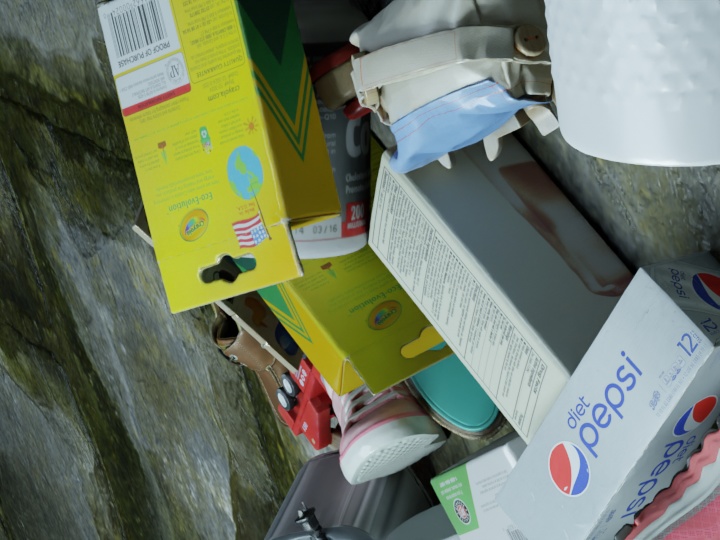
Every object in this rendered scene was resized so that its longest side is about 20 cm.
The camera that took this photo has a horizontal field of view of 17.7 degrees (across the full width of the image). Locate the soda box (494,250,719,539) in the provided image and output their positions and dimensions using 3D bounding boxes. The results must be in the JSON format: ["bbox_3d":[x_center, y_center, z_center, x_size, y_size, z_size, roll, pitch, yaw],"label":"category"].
[{"bbox_3d":[0.158,0.085,1.342,0.068,0.063,0.200,49,131,28],"label":"soda box"}]

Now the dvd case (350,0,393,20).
[{"bbox_3d":[-0.035,-0.211,1.586,0.149,0.016,0.200,58,155,11],"label":"dvd case"}]

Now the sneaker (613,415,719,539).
[{"bbox_3d":[0.199,0.153,1.282,0.087,0.200,0.074,42,-171,20],"label":"sneaker"}]

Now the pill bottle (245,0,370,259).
[{"bbox_3d":[-0.049,-0.114,1.503,0.114,0.114,0.201,19,111,59],"label":"pill bottle"}]

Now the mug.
[{"bbox_3d":[0.179,-0.154,1.065,0.200,0.148,0.176,4,115,29],"label":"mug"}]

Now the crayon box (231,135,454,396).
[{"bbox_3d":[0.000,0.000,1.591,0.200,0.127,0.051,52,155,27],"label":"crayon box"}]

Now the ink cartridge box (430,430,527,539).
[{"bbox_3d":[0.147,0.199,1.542,0.200,0.084,0.146,62,157,4],"label":"ink cartridge box"}]

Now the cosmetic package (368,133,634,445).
[{"bbox_3d":[0.097,0.007,1.444,0.200,0.087,0.103,53,154,26],"label":"cosmetic package"}]

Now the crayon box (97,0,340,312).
[{"bbox_3d":[-0.085,-0.084,1.418,0.127,0.051,0.201,-15,87,44],"label":"crayon box"}]

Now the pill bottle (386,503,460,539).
[{"bbox_3d":[0.098,0.271,1.683,0.114,0.114,0.200,-5,109,65],"label":"pill bottle"}]

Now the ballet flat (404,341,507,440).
[{"bbox_3d":[0.048,0.046,1.640,0.200,0.070,0.065,54,-178,28],"label":"ballet flat"}]

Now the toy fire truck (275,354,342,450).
[{"bbox_3d":[-0.008,0.133,1.844,0.141,0.049,0.200,54,154,20],"label":"toy fire truck"}]

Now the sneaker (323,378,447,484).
[{"bbox_3d":[0.008,0.093,1.672,0.105,0.075,0.200,62,-174,7],"label":"sneaker"}]

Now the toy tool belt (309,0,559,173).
[{"bbox_3d":[0.054,-0.105,1.368,0.200,0.125,0.123,-30,88,52],"label":"toy tool belt"}]

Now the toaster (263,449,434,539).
[{"bbox_3d":[-0.001,0.224,1.773,0.113,0.129,0.200,-15,119,25],"label":"toaster"}]

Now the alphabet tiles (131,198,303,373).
[{"bbox_3d":[-0.074,-0.025,1.673,0.008,0.167,0.200,-28,121,34],"label":"alphabet tiles"}]

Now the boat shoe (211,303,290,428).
[{"bbox_3d":[-0.092,0.049,1.909,0.072,0.068,0.200,17,129,59],"label":"boat shoe"}]
